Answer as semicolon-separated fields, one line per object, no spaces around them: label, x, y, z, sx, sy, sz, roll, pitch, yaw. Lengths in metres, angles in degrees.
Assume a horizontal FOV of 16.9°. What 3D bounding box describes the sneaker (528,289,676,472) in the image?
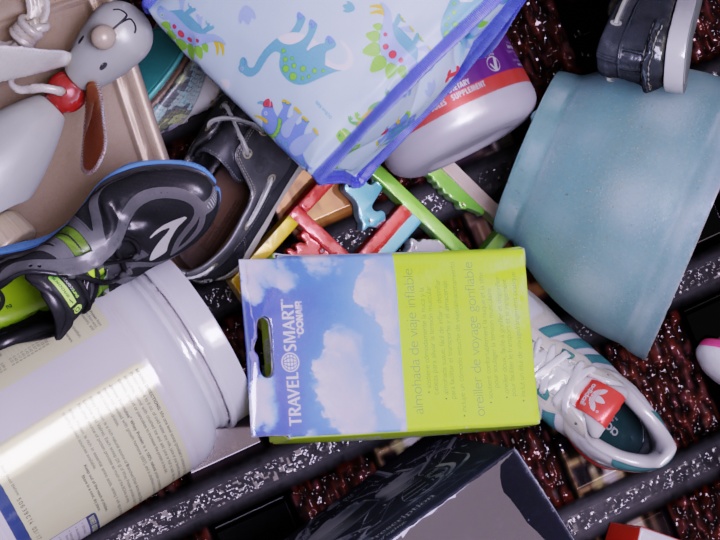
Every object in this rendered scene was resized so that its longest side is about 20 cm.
sneaker;0.140;0.071;1.667;0.200;0.093;0.070;41;80;-18

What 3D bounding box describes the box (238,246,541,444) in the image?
box;0.014;0.049;1.589;0.200;0.048;0.122;-2;81;-19

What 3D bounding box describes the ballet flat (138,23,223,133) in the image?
ballet flat;-0.108;-0.157;1.631;0.071;0.069;0.200;30;81;-38

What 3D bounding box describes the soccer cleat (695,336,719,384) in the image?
soccer cleat;0.326;0.107;1.736;0.200;0.070;0.086;18;84;-14

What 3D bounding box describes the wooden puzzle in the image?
wooden puzzle;-0.224;-0.089;1.586;0.185;0.037;0.200;-17;92;10

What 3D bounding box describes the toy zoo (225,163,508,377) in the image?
toy zoo;0.000;0.000;1.675;0.131;0.020;0.200;44;79;-10

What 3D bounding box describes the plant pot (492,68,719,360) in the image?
plant pot;0.171;-0.057;1.646;0.134;0.200;0.200;24;83;7

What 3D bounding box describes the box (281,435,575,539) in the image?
box;0.022;0.207;1.596;0.200;0.182;0.104;-35;98;-13

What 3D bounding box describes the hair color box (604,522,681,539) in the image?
hair color box;0.260;0.260;1.721;0.200;0.064;0.111;19;84;-15

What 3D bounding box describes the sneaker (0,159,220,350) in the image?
sneaker;-0.171;0.001;1.489;0.200;0.083;0.071;-28;124;4

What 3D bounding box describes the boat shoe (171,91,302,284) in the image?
boat shoe;-0.074;-0.083;1.602;0.072;0.068;0.200;28;100;18

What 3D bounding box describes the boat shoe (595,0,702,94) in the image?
boat shoe;0.194;-0.171;1.606;0.060;0.200;0.076;8;109;9

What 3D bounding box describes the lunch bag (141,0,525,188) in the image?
lunch bag;-0.004;-0.178;1.513;0.170;0.127;0.200;44;102;9

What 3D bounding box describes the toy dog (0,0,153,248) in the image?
toy dog;-0.219;-0.087;1.517;0.132;0.096;0.200;23;98;6

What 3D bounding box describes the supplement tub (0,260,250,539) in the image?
supplement tub;-0.184;0.091;1.561;0.200;0.145;0.145;-31;97;-13

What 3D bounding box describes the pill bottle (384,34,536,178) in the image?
pill bottle;0.029;-0.170;1.629;0.112;0.112;0.200;-26;85;-14
